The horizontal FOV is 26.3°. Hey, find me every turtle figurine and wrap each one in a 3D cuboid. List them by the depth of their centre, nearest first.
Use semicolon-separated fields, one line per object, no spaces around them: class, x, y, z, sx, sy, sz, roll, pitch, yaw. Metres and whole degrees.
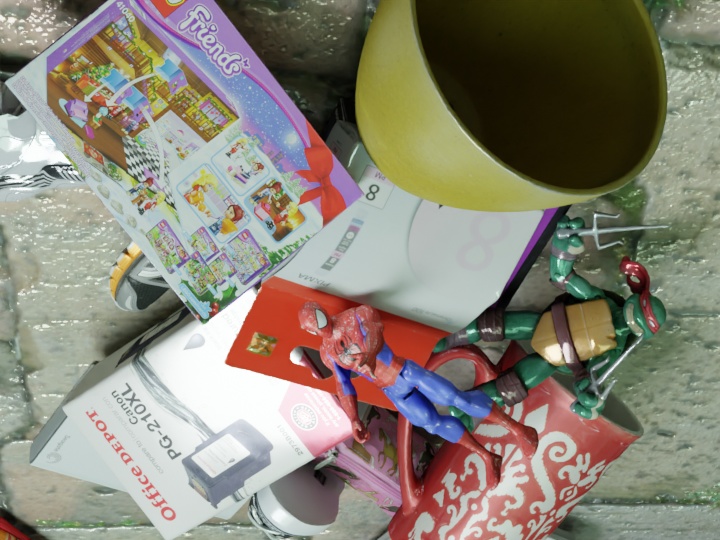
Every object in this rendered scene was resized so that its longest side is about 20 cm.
turtle figurine;0.155;0.048;1.161;0.199;0.150;0.101;-20;154;18

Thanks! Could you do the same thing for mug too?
mug;0.106;0.156;1.287;0.200;0.177;0.133;-54;168;12

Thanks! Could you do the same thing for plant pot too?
plant pot;0.076;-0.118;0.993;0.199;0.201;0.142;20;152;-26

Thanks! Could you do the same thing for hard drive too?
hard drive;-0.174;0.156;1.365;0.199;0.027;0.132;21;131;-26

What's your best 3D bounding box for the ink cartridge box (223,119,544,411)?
ink cartridge box;0.016;0.010;1.100;0.162;0.057;0.201;18;105;-28

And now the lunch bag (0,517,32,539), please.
lunch bag;-0.394;0.309;1.468;0.199;0.082;0.176;-25;134;20

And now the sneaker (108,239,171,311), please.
sneaker;-0.112;-0.025;1.119;0.077;0.078;0.200;43;124;-7

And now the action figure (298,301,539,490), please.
action figure;0.033;0.095;1.079;0.200;0.099;0.065;37;118;-14

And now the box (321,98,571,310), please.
box;0.049;-0.045;1.152;0.199;0.036;0.143;11;131;-23

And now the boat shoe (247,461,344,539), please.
boat shoe;-0.064;0.198;1.314;0.068;0.200;0.072;-44;90;7

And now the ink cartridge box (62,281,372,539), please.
ink cartridge box;-0.111;0.101;1.220;0.199;0.084;0.145;-32;102;21

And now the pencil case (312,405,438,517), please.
pencil case;0.008;0.160;1.342;0.082;0.087;0.200;-2;150;41

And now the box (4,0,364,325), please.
box;-0.111;-0.085;0.992;0.137;0.039;0.200;-38;99;-1

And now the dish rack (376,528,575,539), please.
dish rack;0.105;0.281;1.522;0.199;0.044;0.172;24;129;-29

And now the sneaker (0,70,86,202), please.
sneaker;-0.232;-0.109;1.030;0.199;0.075;0.115;-16;140;16
